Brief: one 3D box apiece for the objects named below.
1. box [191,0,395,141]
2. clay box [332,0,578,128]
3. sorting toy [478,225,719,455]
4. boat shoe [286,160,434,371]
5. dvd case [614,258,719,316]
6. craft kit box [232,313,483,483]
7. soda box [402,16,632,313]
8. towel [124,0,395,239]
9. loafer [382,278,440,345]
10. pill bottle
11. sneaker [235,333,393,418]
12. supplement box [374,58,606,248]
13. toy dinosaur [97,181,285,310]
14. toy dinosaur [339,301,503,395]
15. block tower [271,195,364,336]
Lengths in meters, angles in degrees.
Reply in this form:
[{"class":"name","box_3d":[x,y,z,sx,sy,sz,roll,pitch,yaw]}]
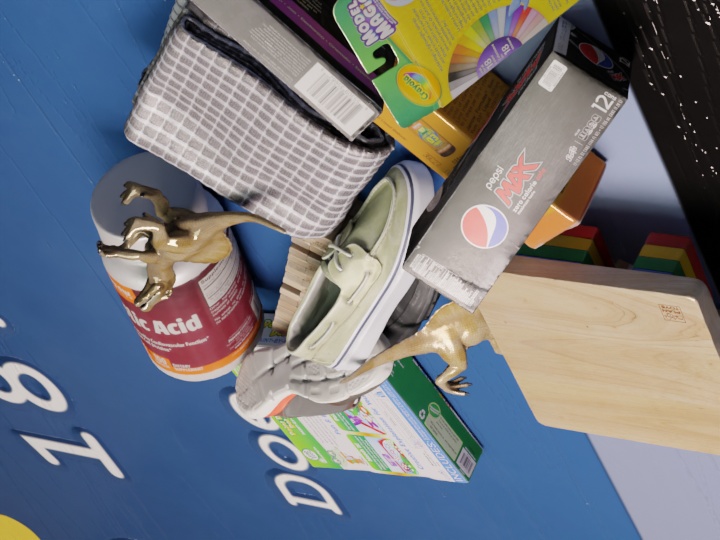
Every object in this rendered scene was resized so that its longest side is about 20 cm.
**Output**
[{"class":"box","box_3d":[-0.035,-0.181,1.438,0.143,0.200,0.036,41,118,-14]},{"class":"clay box","box_3d":[0.073,-0.190,1.371,0.048,0.200,0.115,47,173,49]},{"class":"sorting toy","box_3d":[0.205,0.047,1.723,0.199,0.070,0.199,7,144,34]},{"class":"boat shoe","box_3d":[0.000,0.000,1.783,0.062,0.072,0.201,5,124,-28]},{"class":"dvd case","box_3d":[0.274,0.074,1.790,0.199,0.016,0.149,27,151,5]},{"class":"craft kit box","box_3d":[-0.013,0.118,2.089,0.197,0.049,0.200,0,140,38]},{"class":"soda box","box_3d":[0.108,-0.072,1.555,0.063,0.071,0.200,31,117,-7]},{"class":"towel","box_3d":[-0.077,-0.120,1.726,0.199,0.086,0.166,31,150,-3]},{"class":"loafer","box_3d":[0.029,0.013,1.858,0.070,0.068,0.201,23,154,-2]},{"class":"pill bottle","box_3d":[-0.160,-0.004,1.953,0.113,0.115,0.201,14,148,25]},{"class":"sneaker","box_3d":[-0.024,0.087,1.933,0.082,0.078,0.199,14,162,-36]},{"class":"supplement box","box_3d":[0.079,-0.105,1.631,0.200,0.069,0.066,36,150,-15]},{"class":"toy dinosaur","box_3d":[-0.143,-0.032,1.794,0.101,0.059,0.200,22,148,-27]},{"class":"toy dinosaur","box_3d":[0.075,0.054,1.843,0.199,0.058,0.101,-21,147,0]},{"class":"block tower","box_3d":[-0.033,0.001,1.909,0.054,0.058,0.200,26,152,7]}]
